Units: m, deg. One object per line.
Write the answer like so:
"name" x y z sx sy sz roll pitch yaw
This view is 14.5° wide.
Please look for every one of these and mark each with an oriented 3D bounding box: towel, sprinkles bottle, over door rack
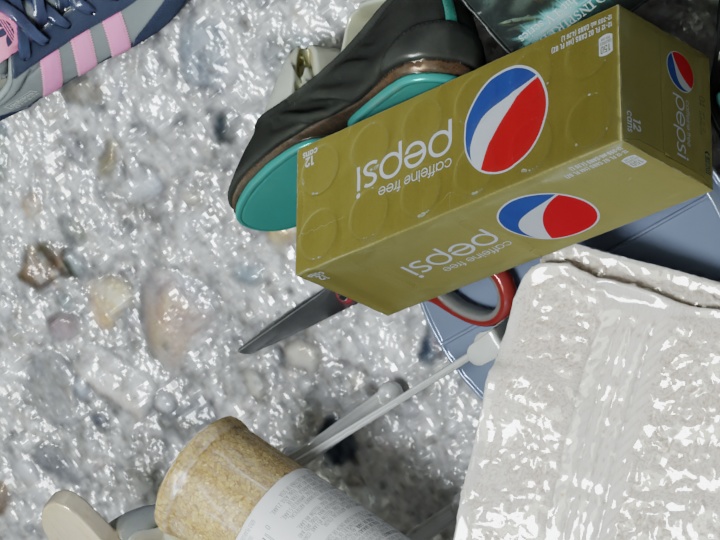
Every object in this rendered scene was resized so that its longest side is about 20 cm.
"towel" 0.115 0.094 1.267 0.132 0.034 0.201 14 93 19
"sprinkles bottle" -0.005 0.148 1.359 0.199 0.068 0.069 33 120 21
"over door rack" 0.054 0.118 1.389 0.200 0.067 0.148 -32 92 43

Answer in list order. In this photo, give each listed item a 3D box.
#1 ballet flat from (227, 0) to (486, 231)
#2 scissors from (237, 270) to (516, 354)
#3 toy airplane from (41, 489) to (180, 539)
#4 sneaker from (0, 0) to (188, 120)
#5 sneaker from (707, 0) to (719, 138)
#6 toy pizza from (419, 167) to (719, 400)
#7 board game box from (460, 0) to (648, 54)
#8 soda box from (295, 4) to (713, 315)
"ballet flat" -0.001 -0.083 1.351 0.200 0.068 0.069 -33 55 51
"scissors" 0.000 0.000 1.396 0.199 0.014 0.074 -8 107 44
"toy airplane" -0.068 0.208 1.470 0.199 0.141 0.200 30 156 28
"sneaker" -0.154 -0.126 1.413 0.200 0.082 0.070 -36 88 28
"sneaker" 0.188 -0.052 1.251 0.071 0.080 0.201 -5 105 28
"toy pizza" 0.105 -0.004 1.334 0.199 0.032 0.201 18 122 32
"board game box" 0.112 -0.188 1.218 0.200 0.028 0.135 -36 114 17
"soda box" 0.060 -0.045 1.262 0.199 0.064 0.068 -23 56 41
